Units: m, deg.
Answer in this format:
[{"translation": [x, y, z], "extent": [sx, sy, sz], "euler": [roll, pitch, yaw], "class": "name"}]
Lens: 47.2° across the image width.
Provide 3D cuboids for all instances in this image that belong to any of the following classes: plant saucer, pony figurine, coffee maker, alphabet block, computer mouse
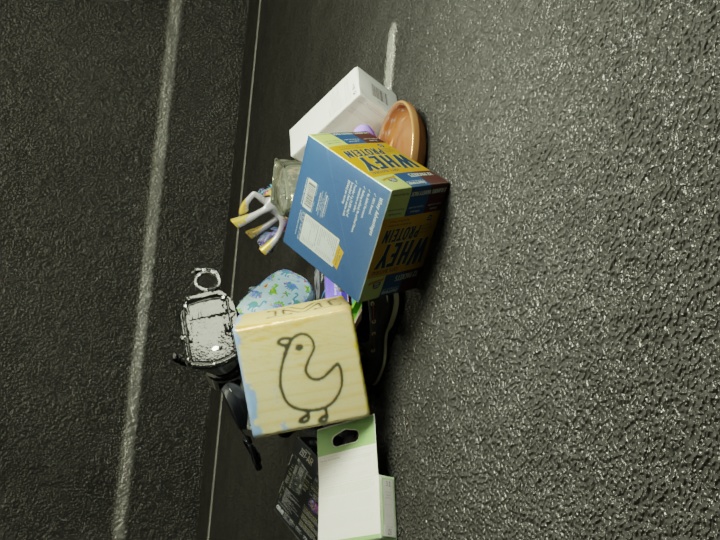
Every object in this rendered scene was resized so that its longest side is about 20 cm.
[{"translation": [0.070, -0.195, 1.447], "extent": [0.200, 0.037, 0.202], "euler": [-173, 90, -73], "class": "plant saucer"}, {"translation": [-0.175, -0.134, 1.904], "extent": [0.200, 0.193, 0.167], "euler": [-43, 31, 1], "class": "pony figurine"}, {"translation": [-0.270, 0.122, 1.604], "extent": [0.200, 0.133, 0.194], "euler": [87, -167, -70], "class": "coffee maker"}, {"translation": [-0.103, 0.161, 1.431], "extent": [0.196, 0.198, 0.197], "euler": [-138, 37, -82], "class": "alphabet block"}, {"translation": [-0.194, 0.268, 1.416], "extent": [0.059, 0.034, 0.201], "euler": [47, 156, 49], "class": "computer mouse"}]

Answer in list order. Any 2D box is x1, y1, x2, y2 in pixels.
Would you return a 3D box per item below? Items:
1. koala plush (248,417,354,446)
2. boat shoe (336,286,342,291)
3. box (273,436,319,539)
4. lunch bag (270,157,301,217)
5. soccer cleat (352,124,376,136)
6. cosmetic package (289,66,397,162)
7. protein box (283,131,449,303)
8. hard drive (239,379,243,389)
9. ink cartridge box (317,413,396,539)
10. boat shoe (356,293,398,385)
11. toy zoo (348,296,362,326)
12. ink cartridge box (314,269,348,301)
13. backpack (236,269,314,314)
[{"translation": [-0.132, 0.275, 1.639], "extent": [0.178, 0.198, 0.185], "euler": [113, 156, -43], "class": "koala plush"}, {"translation": [-0.037, -0.059, 1.526], "extent": [0.072, 0.068, 0.202], "euler": [-163, 62, -73], "class": "boat shoe"}, {"translation": [-0.071, 0.424, 1.504], "extent": [0.200, 0.043, 0.161], "euler": [33, 109, 46], "class": "box"}, {"translation": [-0.096, -0.166, 1.744], "extent": [0.200, 0.163, 0.119], "euler": [-131, 47, -66], "class": "lunch bag"}, {"translation": [0.013, -0.161, 1.463], "extent": [0.076, 0.066, 0.202], "euler": [0, 84, 57], "class": "soccer cleat"}, {"translation": [-0.032, -0.274, 1.563], "extent": [0.199, 0.112, 0.082], "euler": [-34, 45, 33], "class": "cosmetic package"}, {"translation": [0.004, -0.091, 1.326], "extent": [0.200, 0.134, 0.200], "euler": [37, 124, 35], "class": "protein box"}, {"translation": [-0.156, 0.156, 1.642], "extent": [0.200, 0.026, 0.132], "euler": [-39, -19, -42], "class": "hard drive"}, {"translation": [-0.010, 0.357, 1.384], "extent": [0.145, 0.048, 0.202], "euler": [-23, 57, 38], "class": "ink cartridge box"}, {"translation": [0.018, 0.115, 1.449], "extent": [0.074, 0.063, 0.203], "euler": [-115, 30, -54], "class": "boat shoe"}, {"translation": [0.000, 0.000, 1.620], "extent": [0.132, 0.020, 0.201], "euler": [116, 155, -46], "class": "toy zoo"}, {"translation": [-0.063, 0.041, 1.729], "extent": [0.200, 0.043, 0.200], "euler": [111, 158, -57], "class": "ink cartridge box"}, {"translation": [-0.181, 0.095, 1.784], "extent": [0.162, 0.200, 0.155], "euler": [27, 128, 28], "class": "backpack"}]
